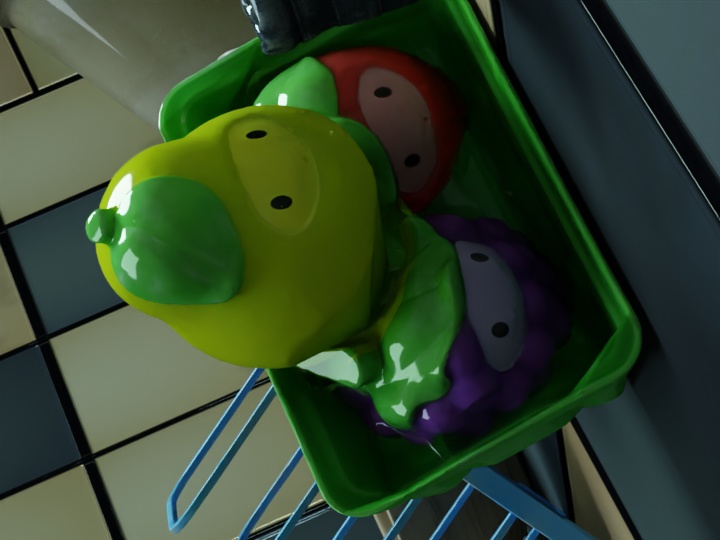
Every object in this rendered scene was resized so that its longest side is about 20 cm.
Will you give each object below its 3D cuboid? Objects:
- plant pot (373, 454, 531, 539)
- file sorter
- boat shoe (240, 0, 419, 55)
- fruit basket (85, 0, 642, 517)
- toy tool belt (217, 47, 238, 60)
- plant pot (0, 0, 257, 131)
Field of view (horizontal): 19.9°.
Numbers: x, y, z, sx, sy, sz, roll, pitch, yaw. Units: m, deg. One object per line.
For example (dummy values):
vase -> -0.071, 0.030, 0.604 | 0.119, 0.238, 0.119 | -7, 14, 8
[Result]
plant pot -> 0.049, 0.127, 1.291 | 0.201, 0.093, 0.201 | 156, 90, -86
file sorter -> 0.008, 0.134, 1.096 | 0.200, 0.123, 0.139 | 35, 178, -6
boat shoe -> -0.035, -0.180, 0.750 | 0.071, 0.091, 0.200 | 88, 159, -77
fruit basket -> -0.003, -0.017, 0.773 | 0.216, 0.155, 0.216 | 58, -171, -15
toy tool belt -> -0.013, -0.022, 1.075 | 0.123, 0.125, 0.200 | -102, -8, -66
plant pot -> -0.109, -0.171, 1.203 | 0.174, 0.200, 0.200 | 50, 173, 6
